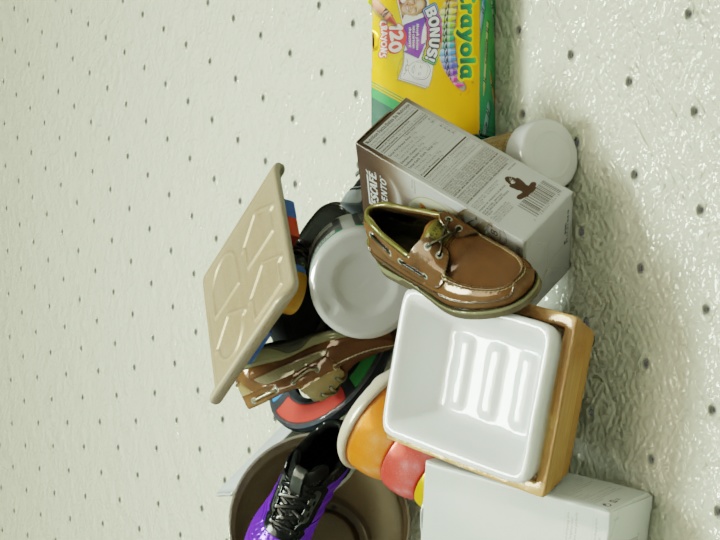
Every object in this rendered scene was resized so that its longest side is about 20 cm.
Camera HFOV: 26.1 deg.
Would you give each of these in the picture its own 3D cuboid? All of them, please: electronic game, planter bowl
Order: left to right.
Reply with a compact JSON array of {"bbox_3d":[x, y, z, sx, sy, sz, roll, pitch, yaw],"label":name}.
[{"bbox_3d":[-0.046,0.299,1.744,0.135,0.198,0.202,93,165,-67],"label":"planter bowl"},{"bbox_3d":[-0.031,0.092,1.763,0.199,0.042,0.201,-34,36,28],"label":"electronic game"}]

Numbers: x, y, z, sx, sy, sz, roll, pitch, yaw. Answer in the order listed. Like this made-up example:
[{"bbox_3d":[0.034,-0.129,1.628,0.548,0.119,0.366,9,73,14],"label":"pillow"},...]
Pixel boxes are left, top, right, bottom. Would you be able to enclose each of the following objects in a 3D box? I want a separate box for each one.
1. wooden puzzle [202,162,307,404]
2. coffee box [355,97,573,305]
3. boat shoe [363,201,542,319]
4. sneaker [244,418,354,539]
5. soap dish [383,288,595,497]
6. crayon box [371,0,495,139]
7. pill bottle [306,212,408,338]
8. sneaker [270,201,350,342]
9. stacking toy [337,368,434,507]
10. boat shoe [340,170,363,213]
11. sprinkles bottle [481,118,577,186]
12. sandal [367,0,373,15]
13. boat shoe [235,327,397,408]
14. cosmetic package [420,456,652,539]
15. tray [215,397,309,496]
[{"bbox_3d":[-0.108,0.016,1.636,0.186,0.046,0.201,-54,30,37],"label":"wooden puzzle"},{"bbox_3d":[0.097,-0.061,1.461,0.199,0.080,0.115,32,150,28],"label":"coffee box"},{"bbox_3d":[0.072,-0.013,1.388,0.199,0.072,0.068,15,144,46],"label":"boat shoe"},{"bbox_3d":[-0.068,0.238,1.641,0.201,0.069,0.100,-59,-13,-21],"label":"sneaker"},{"bbox_3d":[0.116,0.100,1.409,0.199,0.081,0.160,15,97,46],"label":"soap dish"},{"bbox_3d":[0.075,-0.232,1.580,0.117,0.058,0.203,0,90,22],"label":"crayon box"},{"bbox_3d":[0.000,0.000,1.622,0.200,0.111,0.115,-104,19,-82],"label":"pill bottle"},{"bbox_3d":[-0.056,-0.014,1.760,0.107,0.074,0.202,67,-144,-52],"label":"sneaker"},{"bbox_3d":[0.085,0.200,1.589,0.200,0.145,0.147,43,129,28],"label":"stacking toy"},{"bbox_3d":[0.028,-0.093,1.697,0.069,0.073,0.199,-61,1,-11],"label":"boat shoe"},{"bbox_3d":[0.129,-0.097,1.530,0.199,0.067,0.069,-13,79,60],"label":"sprinkles bottle"},{"bbox_3d":[0.061,-0.227,1.665,0.087,0.078,0.203,20,-121,-83],"label":"sandal"},{"bbox_3d":[-0.046,0.103,1.685,0.198,0.076,0.075,-15,89,22],"label":"boat shoe"},{"bbox_3d":[0.153,0.238,1.404,0.198,0.081,0.114,13,103,37],"label":"cosmetic package"},{"bbox_3d":[-0.086,0.197,1.817,0.022,0.200,0.107,46,164,-5],"label":"tray"}]
